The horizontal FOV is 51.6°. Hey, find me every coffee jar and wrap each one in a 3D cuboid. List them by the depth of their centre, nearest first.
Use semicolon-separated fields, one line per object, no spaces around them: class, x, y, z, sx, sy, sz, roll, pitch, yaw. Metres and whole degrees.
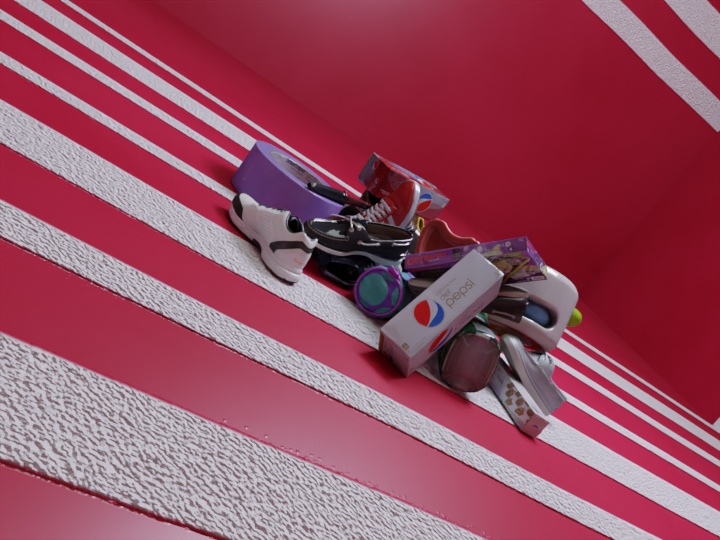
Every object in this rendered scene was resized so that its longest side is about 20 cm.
coffee jar;0.171;0.115;1.234;0.085;0.105;0.200;20;14;-4

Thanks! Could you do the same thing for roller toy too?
roller toy;0.291;0.064;1.375;0.199;0.140;0.182;21;-12;34

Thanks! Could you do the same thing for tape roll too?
tape roll;-0.133;-0.147;1.379;0.200;0.085;0.200;34;14;-10

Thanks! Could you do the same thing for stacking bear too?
stacking bear;0.182;-0.009;1.473;0.121;0.114;0.200;32;0;21

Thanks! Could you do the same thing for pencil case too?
pencil case;0.068;0.036;1.262;0.085;0.092;0.200;51;18;18

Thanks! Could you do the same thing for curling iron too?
curling iron;-0.025;-0.129;1.356;0.200;0.026;0.050;22;17;-48

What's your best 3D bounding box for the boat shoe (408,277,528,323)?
boat shoe;0.171;0.050;1.188;0.199;0.057;0.067;6;12;-7

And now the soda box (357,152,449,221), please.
soda box;0.088;-0.162;1.491;0.200;0.064;0.070;19;23;-46

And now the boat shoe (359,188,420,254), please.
boat shoe;0.071;-0.087;1.508;0.200;0.072;0.072;43;-11;7

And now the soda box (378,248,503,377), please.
soda box;0.117;0.060;1.085;0.064;0.200;0.068;42;-24;22

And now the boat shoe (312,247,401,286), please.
boat shoe;0.000;0.000;1.281;0.199;0.075;0.093;19;28;-33

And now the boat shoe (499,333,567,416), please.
boat shoe;0.314;0.177;1.336;0.201;0.071;0.070;56;3;-29

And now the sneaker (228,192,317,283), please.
sneaker;-0.129;-0.066;1.128;0.074;0.080;0.200;18;22;-50

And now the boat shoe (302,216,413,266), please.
boat shoe;-0.002;-0.058;1.218;0.199;0.060;0.074;15;35;-27

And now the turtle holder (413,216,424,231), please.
turtle holder;0.077;-0.082;1.600;0.141;0.132;0.186;25;18;-45

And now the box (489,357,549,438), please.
box;0.261;0.210;1.292;0.041;0.039;0.200;34;13;-27

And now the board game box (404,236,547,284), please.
board game box;0.185;-0.005;1.189;0.120;0.199;0.032;33;54;-57

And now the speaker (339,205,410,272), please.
speaker;0.020;-0.052;1.466;0.200;0.081;0.081;46;16;32

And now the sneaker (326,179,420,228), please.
sneaker;0.014;-0.092;1.323;0.112;0.200;0.071;26;18;-33
